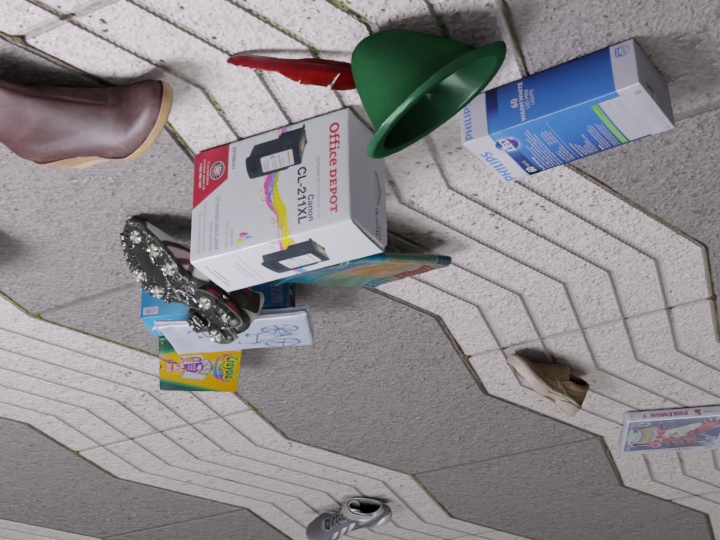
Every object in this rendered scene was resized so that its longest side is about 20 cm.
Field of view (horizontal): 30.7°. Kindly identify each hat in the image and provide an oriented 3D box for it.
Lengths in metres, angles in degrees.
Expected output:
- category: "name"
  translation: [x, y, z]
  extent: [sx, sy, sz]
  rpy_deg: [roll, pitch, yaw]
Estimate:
- category: "hat"
  translation: [0.016, -0.224, 1.290]
  extent: [0.200, 0.176, 0.166]
  rpy_deg: [-32, 168, -32]

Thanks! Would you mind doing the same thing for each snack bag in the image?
- category: "snack bag"
  translation: [-0.162, 0.079, 1.725]
  extent: [0.200, 0.021, 0.189]
  rpy_deg: [-5, 166, 0]

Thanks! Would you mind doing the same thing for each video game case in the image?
- category: "video game case"
  translation: [0.569, 0.294, 2.387]
  extent: [0.182, 0.023, 0.200]
  rpy_deg: [-5, 154, 5]

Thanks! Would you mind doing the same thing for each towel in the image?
- category: "towel"
  translation: [0.000, 0.000, 1.668]
  extent: [0.200, 0.022, 0.147]
  rpy_deg: [3, 166, -45]

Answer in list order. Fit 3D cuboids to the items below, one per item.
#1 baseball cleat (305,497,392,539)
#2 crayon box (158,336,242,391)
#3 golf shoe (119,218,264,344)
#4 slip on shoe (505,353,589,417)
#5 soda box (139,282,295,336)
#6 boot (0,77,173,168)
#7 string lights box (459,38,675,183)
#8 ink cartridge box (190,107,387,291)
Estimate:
- category: "baseball cleat"
  translation: [-0.037, 0.518, 2.766]
  extent: [0.200, 0.070, 0.106]
  rpy_deg: [-20, 144, 13]
- category: "crayon box"
  translation: [-0.234, 0.116, 1.917]
  extent: [0.119, 0.058, 0.200]
  rpy_deg: [2, 154, -7]
- category: "golf shoe"
  translation: [-0.211, 0.005, 1.619]
  extent: [0.200, 0.088, 0.077]
  rpy_deg: [42, 132, 5]
- category: "slip on shoe"
  translation: [0.301, 0.169, 2.075]
  extent: [0.061, 0.076, 0.200]
  rpy_deg: [-50, 131, 4]
- category: "soda box"
  translation: [-0.190, 0.041, 1.761]
  extent: [0.200, 0.064, 0.068]
  rpy_deg: [-5, 154, 7]
- category: "boot"
  translation: [-0.305, -0.161, 1.326]
  extent: [0.166, 0.072, 0.200]
  rpy_deg: [19, 150, -41]
- category: "string lights box"
  translation: [0.216, -0.163, 1.379]
  extent: [0.200, 0.059, 0.103]
  rpy_deg: [-17, 150, 27]
- category: "ink cartridge box"
  translation: [-0.079, -0.077, 1.435]
  extent: [0.200, 0.146, 0.083]
  rpy_deg: [-15, 149, 23]
